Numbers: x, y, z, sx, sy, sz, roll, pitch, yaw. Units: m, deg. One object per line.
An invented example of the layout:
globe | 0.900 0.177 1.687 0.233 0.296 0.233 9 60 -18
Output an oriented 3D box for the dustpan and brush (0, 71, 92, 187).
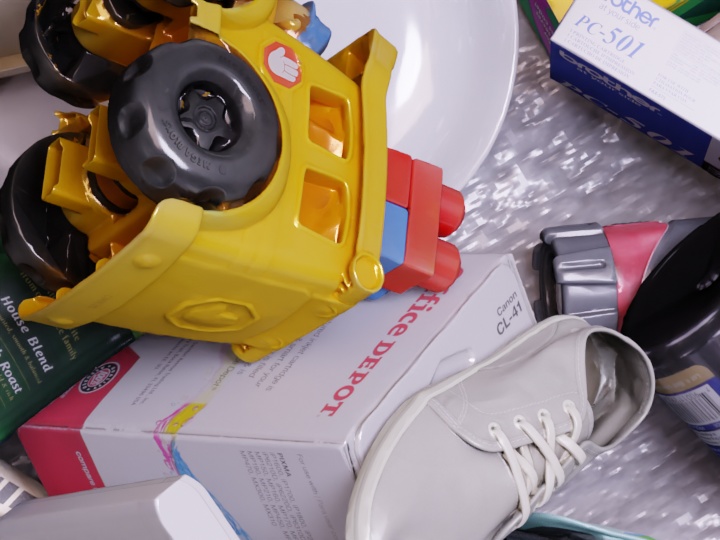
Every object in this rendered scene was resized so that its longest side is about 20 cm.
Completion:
dustpan and brush | -0.147 -0.038 1.238 0.139 0.057 0.200 1 46 -9

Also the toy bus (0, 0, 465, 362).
toy bus | -0.042 -0.062 1.070 0.192 0.136 0.201 16 62 -28

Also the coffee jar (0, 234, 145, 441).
coffee jar | -0.170 0.027 1.118 0.200 0.104 0.085 -38 109 -23

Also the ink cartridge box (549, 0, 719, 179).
ink cartridge box | 0.187 -0.069 1.194 0.200 0.094 0.044 32 87 7

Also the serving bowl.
serving bowl | -0.023 -0.112 1.204 0.200 0.066 0.201 -3 96 -30

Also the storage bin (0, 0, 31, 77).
storage bin | -0.153 -0.215 1.247 0.198 0.094 0.200 -18 72 -38

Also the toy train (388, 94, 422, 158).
toy train | 0.000 0.000 1.255 0.056 0.042 0.201 2 72 9

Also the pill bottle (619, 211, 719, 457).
pill bottle | 0.227 0.067 1.179 0.200 0.112 0.112 45 74 -14

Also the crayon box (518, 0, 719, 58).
crayon box | 0.141 -0.226 1.324 0.172 0.058 0.200 -25 75 -10

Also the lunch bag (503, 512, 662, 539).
lunch bag | 0.070 0.172 1.128 0.200 0.170 0.122 -23 89 -11

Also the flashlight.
flashlight | 0.190 0.003 1.250 0.199 0.068 0.068 -3 34 -8

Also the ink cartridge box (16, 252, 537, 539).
ink cartridge box | -0.034 0.062 1.134 0.200 0.086 0.148 3 37 38

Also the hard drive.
hard drive | -0.085 0.154 1.084 0.026 0.200 0.132 -37 100 -26

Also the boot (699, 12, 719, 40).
boot | 0.266 -0.088 1.270 0.200 0.070 0.146 -29 65 -20

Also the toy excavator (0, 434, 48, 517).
toy excavator | -0.192 0.085 1.196 0.200 0.100 0.195 25 74 -3

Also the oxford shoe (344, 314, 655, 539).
oxford shoe | 0.062 0.076 1.049 0.058 0.075 0.200 4 27 38
